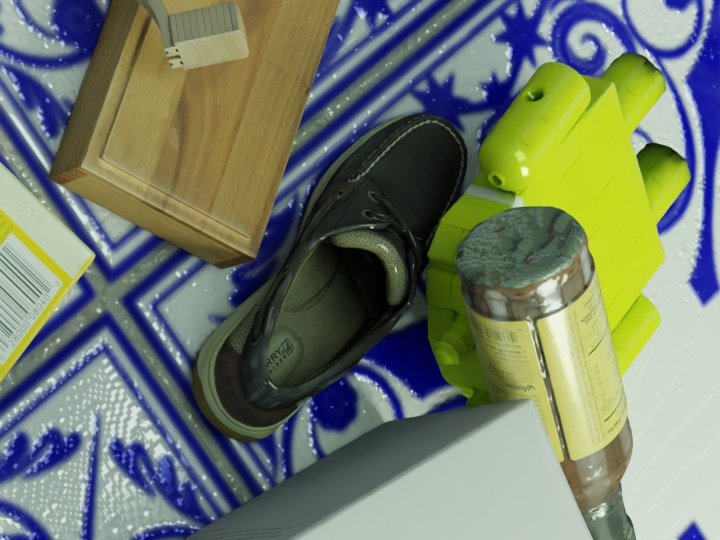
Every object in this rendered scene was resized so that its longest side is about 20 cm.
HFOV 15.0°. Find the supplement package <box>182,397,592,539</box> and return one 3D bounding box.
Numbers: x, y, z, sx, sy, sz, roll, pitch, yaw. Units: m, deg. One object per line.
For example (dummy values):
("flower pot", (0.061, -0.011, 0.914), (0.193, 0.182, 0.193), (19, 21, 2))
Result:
("supplement package", (-0.003, 0.155, 1.226), (0.200, 0.121, 0.120), (-28, 98, -33))

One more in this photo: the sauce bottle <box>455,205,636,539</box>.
("sauce bottle", (0.092, 0.063, 1.277), (0.065, 0.065, 0.200), (-43, 136, -31))

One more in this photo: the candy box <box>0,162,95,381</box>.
("candy box", (-0.206, 0.033, 1.168), (0.102, 0.026, 0.200), (44, 61, -17))

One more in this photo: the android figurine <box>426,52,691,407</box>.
("android figurine", (0.096, -0.010, 1.336), (0.200, 0.041, 0.182), (-50, 138, -32))

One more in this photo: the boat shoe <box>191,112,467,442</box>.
("boat shoe", (0.000, 0.000, 1.288), (0.073, 0.065, 0.200), (44, 60, -18))

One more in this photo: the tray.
("tray", (-0.066, -0.113, 1.282), (0.098, 0.037, 0.201), (28, 68, -27))

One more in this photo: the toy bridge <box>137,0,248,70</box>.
("toy bridge", (-0.099, -0.184, 1.253), (0.067, 0.027, 0.201), (-12, 68, 2))
